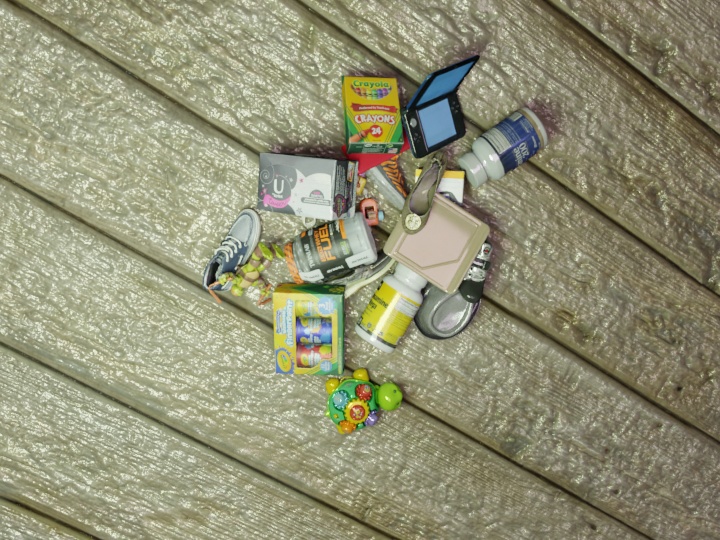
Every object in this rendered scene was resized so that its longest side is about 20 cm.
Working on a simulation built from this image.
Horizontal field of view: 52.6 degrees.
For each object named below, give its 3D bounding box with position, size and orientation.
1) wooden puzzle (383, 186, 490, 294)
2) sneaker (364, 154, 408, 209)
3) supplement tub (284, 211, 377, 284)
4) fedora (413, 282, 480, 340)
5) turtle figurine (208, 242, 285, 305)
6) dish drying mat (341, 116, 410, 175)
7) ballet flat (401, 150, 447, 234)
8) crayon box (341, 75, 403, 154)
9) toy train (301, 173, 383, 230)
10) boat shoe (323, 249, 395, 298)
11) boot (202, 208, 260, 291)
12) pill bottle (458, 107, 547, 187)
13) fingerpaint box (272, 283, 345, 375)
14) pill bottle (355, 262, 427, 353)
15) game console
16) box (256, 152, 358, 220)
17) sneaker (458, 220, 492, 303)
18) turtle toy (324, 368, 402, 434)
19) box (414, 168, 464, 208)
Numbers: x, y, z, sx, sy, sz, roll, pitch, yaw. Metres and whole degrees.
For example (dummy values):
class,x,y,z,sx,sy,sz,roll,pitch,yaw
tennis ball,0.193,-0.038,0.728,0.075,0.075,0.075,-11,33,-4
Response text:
class,x,y,z,sx,sy,sz,roll,pitch,yaw
wooden puzzle,0.177,-0.073,1.704,0.198,0.037,0.187,31,87,-1
sneaker,0.079,-0.240,1.708,0.113,0.077,0.200,-50,119,-13
supplement tub,-0.069,-0.047,1.680,0.197,0.123,0.125,-20,104,8
fedora,0.219,0.085,1.788,0.200,0.090,0.177,-44,106,0
turtle figurine,-0.242,0.008,1.655,0.161,0.065,0.198,-46,145,20
dish drying mat,0.056,-0.291,1.657,0.198,0.018,0.078,-29,85,-20
ballet flat,0.148,-0.179,1.664,0.066,0.046,0.203,25,90,2
crayon box,0.024,-0.363,1.638,0.124,0.051,0.204,-2,69,-11
toy train,-0.040,-0.158,1.710,0.196,0.056,0.154,-3,101,-11
boat shoe,0.000,0.000,1.739,0.199,0.073,0.065,-37,110,-2
boot,-0.292,-0.044,1.656,0.072,0.090,0.203,22,97,13
pill bottle,0.335,-0.287,1.729,0.198,0.111,0.112,-35,105,-2
fingerpaint box,-0.119,0.139,1.715,0.163,0.073,0.204,2,107,4
pill bottle,0.079,0.085,1.751,0.111,0.112,0.202,29,93,-15
game console,0.195,-0.367,1.640,0.199,0.117,0.174,-31,109,-38
box,-0.119,-0.187,1.611,0.196,0.114,0.135,10,101,26
sneaker,0.274,-0.026,1.733,0.073,0.088,0.204,10,68,-19
turtle toy,0.006,0.324,1.788,0.196,0.101,0.149,-18,104,-7
box,0.185,-0.140,1.751,0.116,0.042,0.205,4,102,6
